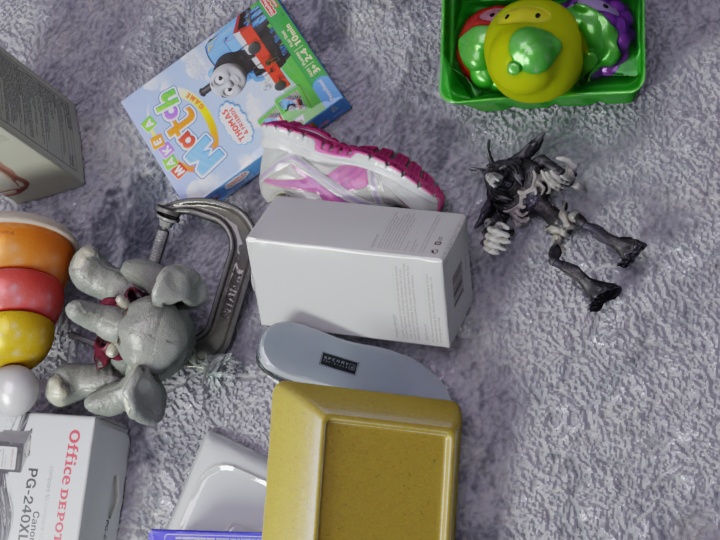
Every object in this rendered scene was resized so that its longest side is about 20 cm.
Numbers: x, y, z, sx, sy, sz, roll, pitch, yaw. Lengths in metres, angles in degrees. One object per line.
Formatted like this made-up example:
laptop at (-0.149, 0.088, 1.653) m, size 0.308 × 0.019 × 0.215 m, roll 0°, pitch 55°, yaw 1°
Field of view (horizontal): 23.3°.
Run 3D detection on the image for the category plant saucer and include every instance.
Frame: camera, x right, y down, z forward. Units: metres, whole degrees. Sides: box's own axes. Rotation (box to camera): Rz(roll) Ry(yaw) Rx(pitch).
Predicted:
plant saucer at (0.012, 0.208, 1.594) m, size 0.199 × 0.048 × 0.201 m, roll 9°, pitch 78°, yaw -26°

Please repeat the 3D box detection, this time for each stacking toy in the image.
stacking toy at (-0.355, 0.053, 1.754) m, size 0.145 × 0.146 × 0.201 m, roll -12°, pitch 62°, yaw 13°

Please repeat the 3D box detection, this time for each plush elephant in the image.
plush elephant at (-0.219, 0.062, 1.687) m, size 0.199 × 0.155 × 0.166 m, roll 15°, pitch 78°, yaw 8°

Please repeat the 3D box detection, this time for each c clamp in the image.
c clamp at (-0.195, 0.012, 1.780) m, size 0.170 × 0.027 × 0.201 m, roll 25°, pitch 96°, yaw 17°

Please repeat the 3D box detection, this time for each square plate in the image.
square plate at (-0.108, 0.280, 1.695) m, size 0.199 × 0.028 × 0.199 m, roll 21°, pitch 82°, yaw 21°

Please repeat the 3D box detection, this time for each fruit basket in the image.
fruit basket at (0.169, -0.221, 1.655) m, size 0.214 × 0.216 × 0.156 m, roll -2°, pitch 75°, yaw 17°

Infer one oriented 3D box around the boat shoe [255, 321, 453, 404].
boat shoe at (-0.009, 0.112, 1.689) m, size 0.198 × 0.068 × 0.074 m, roll 17°, pitch 68°, yaw -4°

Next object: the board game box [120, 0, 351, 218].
board game box at (-0.131, -0.173, 1.821) m, size 0.200 × 0.037 × 0.152 m, roll -36°, pitch 69°, yaw 6°

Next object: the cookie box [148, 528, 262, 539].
cookie box at (-0.118, 0.347, 1.624) m, size 0.170 × 0.075 × 0.201 m, roll -1°, pitch 75°, yaw 16°

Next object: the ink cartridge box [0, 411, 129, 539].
ink cartridge box at (-0.346, 0.216, 1.755) m, size 0.199 × 0.083 × 0.146 m, roll 2°, pitch 76°, yaw 18°

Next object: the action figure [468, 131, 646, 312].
action figure at (0.174, -0.057, 1.663) m, size 0.200 × 0.102 × 0.119 m, roll 40°, pitch 101°, yaw 21°

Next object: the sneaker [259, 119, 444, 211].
sneaker at (-0.013, -0.083, 1.743) m, size 0.199 × 0.081 × 0.089 m, roll 19°, pitch 103°, yaw 13°

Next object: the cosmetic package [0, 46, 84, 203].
cosmetic package at (-0.370, -0.152, 1.802) m, size 0.087 × 0.200 × 0.104 m, roll -16°, pitch 70°, yaw 13°

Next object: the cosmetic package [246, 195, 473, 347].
cosmetic package at (0.000, 0.000, 1.684) m, size 0.199 × 0.108 × 0.085 m, roll 8°, pitch 38°, yaw 19°
